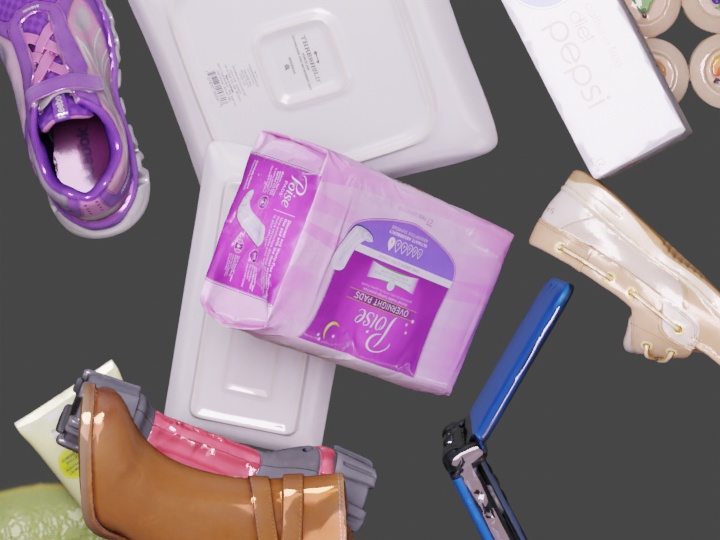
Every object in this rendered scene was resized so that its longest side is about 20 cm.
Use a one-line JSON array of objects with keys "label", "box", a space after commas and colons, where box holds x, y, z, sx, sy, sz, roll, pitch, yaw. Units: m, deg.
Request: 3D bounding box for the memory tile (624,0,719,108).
[{"label": "memory tile", "box": [0.258, -0.181, 1.512, 0.199, 0.017, 0.154, -5, 91, 2]}]

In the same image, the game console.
[{"label": "game console", "box": [0.114, 0.108, 1.431, 0.118, 0.200, 0.171, -28, 90, 3]}]

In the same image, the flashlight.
[{"label": "flashlight", "box": [-0.091, 0.118, 1.486, 0.199, 0.068, 0.068, 23, 101, -12]}]

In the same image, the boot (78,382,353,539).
[{"label": "boot", "box": [-0.086, 0.141, 1.430, 0.154, 0.074, 0.201, -10, 124, 8]}]

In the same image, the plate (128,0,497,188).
[{"label": "plate", "box": [-0.035, -0.136, 1.473, 0.199, 0.032, 0.200, -16, 110, 13]}]

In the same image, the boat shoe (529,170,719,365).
[{"label": "boat shoe", "box": [0.192, 0.024, 1.494, 0.200, 0.074, 0.069, 44, 95, 11]}]

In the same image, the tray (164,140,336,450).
[{"label": "tray", "box": [-0.063, 0.022, 1.501, 0.107, 0.022, 0.201, 11, 107, 3]}]

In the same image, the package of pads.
[{"label": "package of pads", "box": [0.000, 0.000, 1.445, 0.075, 0.200, 0.121, 20, 89, 42]}]

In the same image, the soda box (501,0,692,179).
[{"label": "soda box", "box": [0.136, -0.161, 1.484, 0.068, 0.064, 0.201, -28, 86, 12]}]

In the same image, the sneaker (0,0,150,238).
[{"label": "sneaker", "box": [-0.192, -0.119, 1.498, 0.080, 0.088, 0.201, -18, 89, 4]}]

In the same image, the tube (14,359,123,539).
[{"label": "tube", "box": [-0.142, 0.163, 1.521, 0.052, 0.058, 0.201, -37, 83, 43]}]
